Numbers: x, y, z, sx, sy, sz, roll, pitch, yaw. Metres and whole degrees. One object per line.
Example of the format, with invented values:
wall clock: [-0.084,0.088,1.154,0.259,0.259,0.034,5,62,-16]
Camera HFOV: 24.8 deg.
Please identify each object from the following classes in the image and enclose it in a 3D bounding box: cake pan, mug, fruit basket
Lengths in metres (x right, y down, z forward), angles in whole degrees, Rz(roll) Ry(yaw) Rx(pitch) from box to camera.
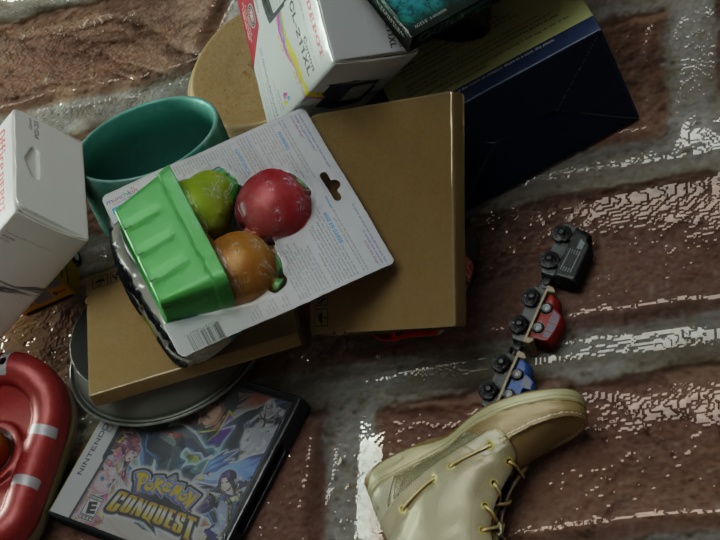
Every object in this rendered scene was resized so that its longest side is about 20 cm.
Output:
cake pan: [-0.189,0.060,1.554,0.200,0.037,0.200,-12,43,11]
mug: [-0.189,-0.077,1.605,0.152,0.115,0.185,-20,33,-1]
fruit basket: [-0.099,-0.033,1.412,0.200,0.094,0.185,-22,61,-16]

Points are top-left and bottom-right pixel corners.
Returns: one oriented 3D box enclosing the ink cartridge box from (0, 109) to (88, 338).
ink cartridge box: [-0.347,-0.031,1.557,0.200,0.083,0.147,-43,39,28]

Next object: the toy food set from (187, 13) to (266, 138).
toy food set: [-0.095,-0.204,1.709,0.200,0.049,0.198,24,71,36]

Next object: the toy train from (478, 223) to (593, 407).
toy train: [0.155,0.048,1.419,0.046,0.034,0.200,18,67,22]

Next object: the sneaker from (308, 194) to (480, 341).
sneaker: [0.000,0.000,1.495,0.201,0.067,0.108,12,64,20]

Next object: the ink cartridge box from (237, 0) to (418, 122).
ink cartridge box: [-0.034,-0.225,1.476,0.083,0.200,0.146,-10,80,-21]

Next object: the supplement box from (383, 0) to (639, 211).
supplement box: [0.120,-0.200,1.538,0.200,0.134,0.200,-28,50,7]

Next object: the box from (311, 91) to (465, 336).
box: [0.022,-0.046,1.422,0.163,0.021,0.200,-5,82,40]

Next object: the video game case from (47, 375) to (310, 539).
video game case: [-0.168,0.174,1.500,0.200,0.026,0.181,13,65,33]

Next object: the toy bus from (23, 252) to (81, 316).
toy bus: [-0.341,-0.047,1.707,0.065,0.078,0.200,-24,51,11]

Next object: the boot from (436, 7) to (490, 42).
boot: [0.118,-0.301,1.477,0.165,0.066,0.200,1,59,23]

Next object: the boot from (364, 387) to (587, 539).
boot: [0.109,0.193,1.314,0.200,0.073,0.156,-26,50,11]

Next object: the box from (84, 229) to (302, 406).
box: [-0.158,0.037,1.520,0.200,0.021,0.164,-17,43,4]

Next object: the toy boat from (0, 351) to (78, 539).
toy boat: [-0.354,0.164,1.534,0.130,0.131,0.200,-1,58,26]

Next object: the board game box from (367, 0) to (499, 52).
board game box: [0.082,-0.283,1.383,0.200,0.028,0.135,-32,73,-19]

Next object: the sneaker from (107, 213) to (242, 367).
sneaker: [-0.172,0.008,1.493,0.080,0.078,0.200,-27,53,-15]

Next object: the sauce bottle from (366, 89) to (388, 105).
sauce bottle: [-0.011,-0.181,1.606,0.065,0.065,0.200,-22,73,12]
